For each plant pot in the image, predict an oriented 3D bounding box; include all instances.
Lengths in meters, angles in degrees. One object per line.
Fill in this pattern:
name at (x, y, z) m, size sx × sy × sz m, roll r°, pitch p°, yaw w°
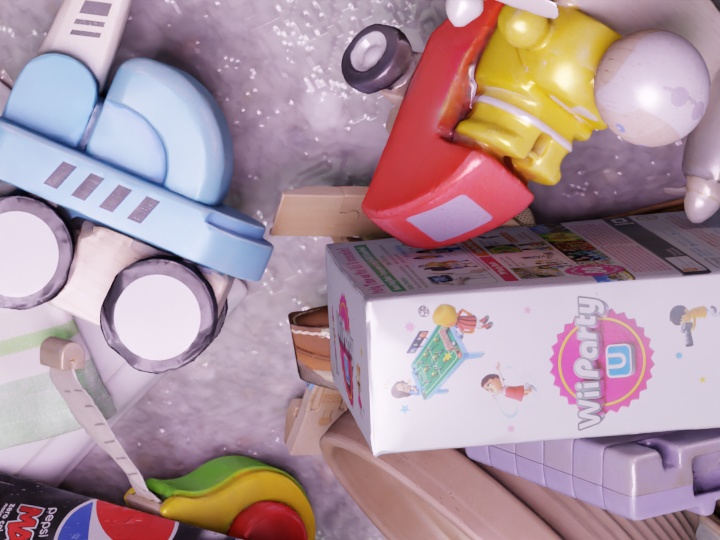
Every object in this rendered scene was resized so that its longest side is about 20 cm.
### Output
plant pot at (0.083, 0.111, 1.155) m, size 0.093 × 0.201 × 0.201 m, roll -47°, pitch 105°, yaw -12°

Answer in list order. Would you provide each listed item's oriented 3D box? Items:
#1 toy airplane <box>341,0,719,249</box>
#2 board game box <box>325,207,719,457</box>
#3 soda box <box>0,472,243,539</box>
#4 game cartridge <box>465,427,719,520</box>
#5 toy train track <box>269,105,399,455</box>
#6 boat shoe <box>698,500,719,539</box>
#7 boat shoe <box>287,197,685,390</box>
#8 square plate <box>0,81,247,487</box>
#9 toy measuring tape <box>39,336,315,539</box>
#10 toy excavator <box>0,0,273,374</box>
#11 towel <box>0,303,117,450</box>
toy airplane at (0.100, -0.102, 1.019) m, size 0.200 × 0.141 × 0.199 m, roll -12°, pitch 126°, yaw -23°
board game box at (0.093, 0.021, 1.032) m, size 0.200 × 0.148 × 0.064 m, roll -4°, pitch 99°, yaw -6°
soda box at (-0.107, 0.152, 1.178) m, size 0.200 × 0.063 × 0.071 m, roll 11°, pitch 138°, yaw 33°
game cartridge at (0.156, 0.060, 1.053) m, size 0.200 × 0.130 × 0.038 m, roll -9°, pitch 98°, yaw -27°
toy train track at (0.000, 0.000, 1.168) m, size 0.115 × 0.033 × 0.200 m, roll 1°, pitch 129°, yaw -24°
boat shoe at (0.222, 0.132, 1.183) m, size 0.200 × 0.065 × 0.072 m, roll 36°, pitch 116°, yaw -9°
boat shoe at (0.067, 0.006, 1.137) m, size 0.200 × 0.076 × 0.074 m, roll -8°, pitch 104°, yaw -5°
square plate at (-0.189, 0.015, 1.211) m, size 0.198 × 0.028 × 0.200 m, roll 40°, pitch 116°, yaw -12°
toy measuring tape at (-0.074, 0.093, 1.204) m, size 0.073 × 0.074 × 0.200 m, roll -21°, pitch 118°, yaw 18°
toy excavator at (-0.112, -0.079, 1.100) m, size 0.194 × 0.100 × 0.200 m, roll 24°, pitch 91°, yaw 1°
towel at (-0.219, 0.002, 1.181) m, size 0.152 × 0.023 × 0.200 m, roll -16°, pitch 113°, yaw 16°
